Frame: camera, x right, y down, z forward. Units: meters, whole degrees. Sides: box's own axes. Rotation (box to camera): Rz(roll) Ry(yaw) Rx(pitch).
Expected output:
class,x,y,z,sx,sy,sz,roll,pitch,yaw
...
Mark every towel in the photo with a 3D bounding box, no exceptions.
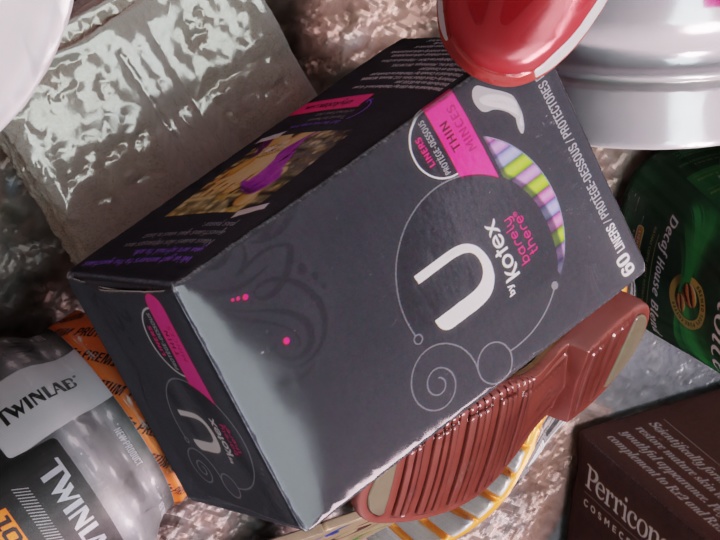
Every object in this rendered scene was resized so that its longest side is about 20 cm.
class,x,y,z,sx,sy,sz,roll,pitch,yaw
towel,-0.071,-0.037,1.206,0.132,0.034,0.200,-34,111,-14

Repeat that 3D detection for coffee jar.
class,x,y,z,sx,sy,sz,roll,pitch,yaw
coffee jar,0.213,0.019,1.375,0.085,0.200,0.105,-10,122,-32

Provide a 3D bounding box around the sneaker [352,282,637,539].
class,x,y,z,sx,sy,sz,roll,pitch,yaw
sneaker,0.074,0.067,1.394,0.200,0.078,0.077,-49,161,11

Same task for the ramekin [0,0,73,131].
class,x,y,z,sx,sy,sz,roll,pitch,yaw
ramekin,-0.214,-0.125,1.023,0.202,0.094,0.203,-15,129,-19

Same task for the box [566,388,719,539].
class,x,y,z,sx,sy,sz,roll,pitch,yaw
box,0.218,0.190,1.511,0.164,0.166,0.200,-14,124,-29

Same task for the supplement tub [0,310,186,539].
class,x,y,z,sx,sy,sz,roll,pitch,yaw
supplement tub,-0.175,0.113,1.199,0.200,0.123,0.123,-37,133,-12

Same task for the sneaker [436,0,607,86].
class,x,y,z,sx,sy,sz,roll,pitch,yaw
sneaker,0.087,-0.174,1.087,0.116,0.078,0.200,94,19,-83

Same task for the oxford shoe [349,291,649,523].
class,x,y,z,sx,sy,sz,roll,pitch,yaw
oxford shoe,0.048,0.052,1.276,0.200,0.075,0.071,-29,147,-44

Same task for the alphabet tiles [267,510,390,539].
class,x,y,z,sx,sy,sz,roll,pitch,yaw
alphabet tiles,-0.062,0.143,1.285,0.200,0.008,0.167,-15,169,-40

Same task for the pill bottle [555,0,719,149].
class,x,y,z,sx,sy,sz,roll,pitch,yaw
pill bottle,0.129,-0.159,1.225,0.113,0.113,0.201,-9,104,-33

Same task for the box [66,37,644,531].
class,x,y,z,sx,sy,sz,roll,pitch,yaw
box,0.000,0.000,1.160,0.200,0.106,0.122,-37,110,-23
